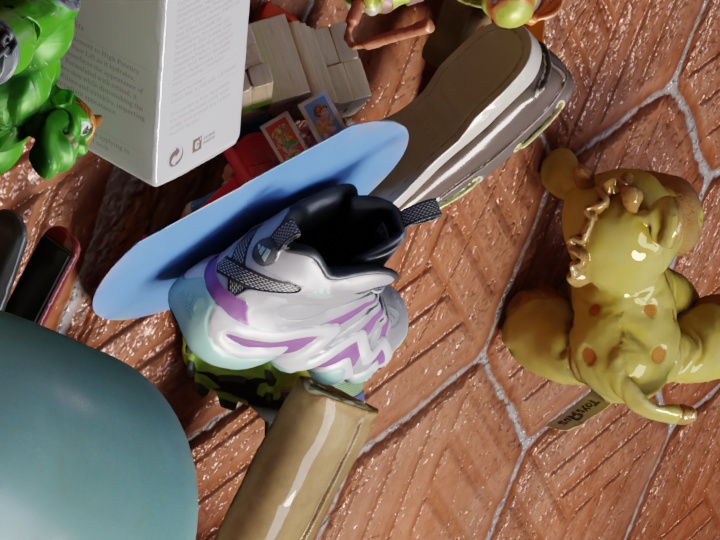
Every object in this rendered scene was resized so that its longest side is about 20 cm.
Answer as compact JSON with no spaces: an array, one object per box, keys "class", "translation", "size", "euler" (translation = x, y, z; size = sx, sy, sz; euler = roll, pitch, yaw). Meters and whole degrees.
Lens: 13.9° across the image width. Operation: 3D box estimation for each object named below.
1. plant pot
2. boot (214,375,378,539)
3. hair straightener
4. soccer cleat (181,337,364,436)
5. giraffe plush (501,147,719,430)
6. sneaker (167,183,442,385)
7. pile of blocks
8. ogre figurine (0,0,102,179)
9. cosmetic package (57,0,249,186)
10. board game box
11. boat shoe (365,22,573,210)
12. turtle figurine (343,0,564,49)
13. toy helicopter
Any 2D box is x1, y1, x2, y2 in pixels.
[{"class":"plant pot","translation":[-0.201,0.103,1.388],"size":[0.201,0.200,0.161],"euler":[-58,147,-6]},{"class":"boot","translation":[-0.068,0.156,1.692],"size":[0.200,0.066,0.175],"euler":[-62,173,2]},{"class":"hair straightener","translation":[-0.222,0.057,1.532],"size":[0.077,0.041,0.200],"euler":[22,102,-41]},{"class":"soccer cleat","translation":[-0.053,0.047,1.783],"size":[0.200,0.065,0.084],"euler":[46,50,-58]},{"class":"giraffe plush","translation":[0.178,-0.002,2.016],"size":[0.200,0.172,0.163],"euler":[-47,141,-60]},{"class":"sneaker","translation":[0.000,0.000,1.665],"size":[0.140,0.078,0.200],"euler":[-38,161,28]},{"class":"pile of blocks","translation":[-0.061,-0.114,1.625],"size":[0.200,0.082,0.062],"euler":[0,71,-68]},{"class":"ogre figurine","translation":[-0.188,-0.072,1.389],"size":[0.120,0.098,0.200],"euler":[-47,155,-38]},{"class":"cosmetic package","translation":[-0.110,-0.153,1.449],"size":[0.074,0.102,0.200],"euler":[-33,142,-43]},{"class":"board game box","translation":[-0.069,-0.041,1.640],"size":[0.200,0.039,0.158],"euler":[-29,167,-6]},{"class":"boat shoe","translation":[0.038,-0.065,1.741],"size":[0.200,0.072,0.059],"euler":[-41,137,15]},{"class":"turtle figurine","translation":[0.076,-0.185,1.634],"size":[0.200,0.161,0.064],"euler":[-21,138,1]},{"class":"toy helicopter","translation":[0.073,-0.145,1.814],"size":[0.132,0.079,0.200],"euler":[-41,158,-50]}]
